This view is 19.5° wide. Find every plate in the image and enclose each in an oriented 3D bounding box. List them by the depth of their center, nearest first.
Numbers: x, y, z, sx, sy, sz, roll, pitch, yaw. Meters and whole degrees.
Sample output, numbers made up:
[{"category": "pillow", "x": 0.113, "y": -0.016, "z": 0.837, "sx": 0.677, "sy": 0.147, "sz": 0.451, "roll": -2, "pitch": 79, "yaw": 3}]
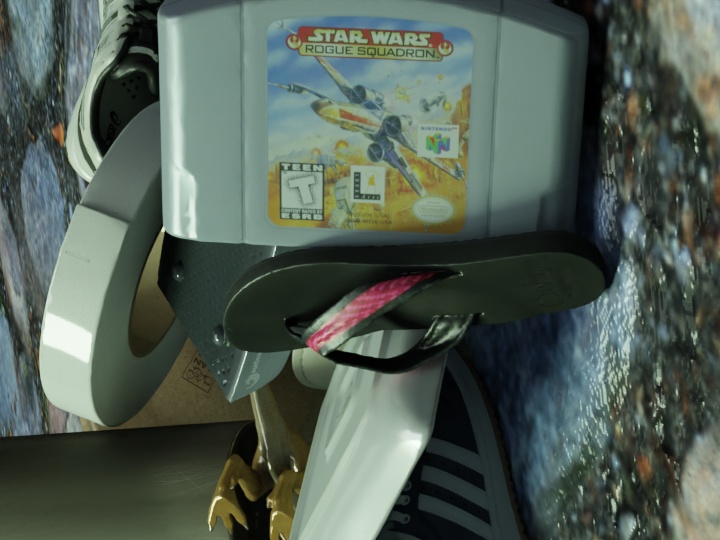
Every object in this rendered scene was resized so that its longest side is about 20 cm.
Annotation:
[{"category": "plate", "x": 0.005, "y": 0.072, "z": 1.121, "sx": 0.201, "sy": 0.032, "sz": 0.200, "roll": -76, "pitch": 8, "yaw": -46}]

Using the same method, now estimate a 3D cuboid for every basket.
[{"category": "basket", "x": -0.147, "y": 0.161, "z": 1.291, "sx": 0.180, "sy": 0.199, "sz": 0.137, "roll": 49, "pitch": -144, "yaw": -52}]

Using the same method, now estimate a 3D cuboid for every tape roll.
[{"category": "tape roll", "x": -0.133, "y": -0.004, "z": 1.275, "sx": 0.203, "sy": 0.037, "sz": 0.204, "roll": 20, "pitch": -90, "yaw": -79}]

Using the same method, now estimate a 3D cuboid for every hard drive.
[{"category": "hard drive", "x": -0.060, "y": -0.044, "z": 1.159, "sx": 0.135, "sy": 0.042, "sz": 0.201, "roll": 53, "pitch": 136, "yaw": 47}]

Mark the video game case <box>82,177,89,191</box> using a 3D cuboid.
[{"category": "video game case", "x": -0.134, "y": -0.003, "z": 1.552, "sx": 0.181, "sy": 0.036, "sz": 0.201, "roll": 30, "pitch": -141, "yaw": -59}]

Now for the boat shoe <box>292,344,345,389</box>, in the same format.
[{"category": "boat shoe", "x": 0.000, "y": 0.000, "z": 1.241, "sx": 0.200, "sy": 0.071, "sz": 0.060, "roll": 109, "pitch": 155, "yaw": -53}]

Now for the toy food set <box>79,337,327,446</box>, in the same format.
[{"category": "toy food set", "x": -0.094, "y": 0.069, "z": 1.388, "sx": 0.049, "sy": 0.199, "sz": 0.199, "roll": 34, "pitch": -110, "yaw": -68}]

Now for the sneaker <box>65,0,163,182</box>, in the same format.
[{"category": "sneaker", "x": -0.144, "y": -0.153, "z": 1.417, "sx": 0.088, "sy": 0.075, "sz": 0.202, "roll": -166, "pitch": 87, "yaw": -74}]

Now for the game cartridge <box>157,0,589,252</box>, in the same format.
[{"category": "game cartridge", "x": 0.004, "y": -0.074, "z": 0.978, "sx": 0.042, "sy": 0.198, "sz": 0.134, "roll": -82, "pitch": -6, "yaw": -57}]

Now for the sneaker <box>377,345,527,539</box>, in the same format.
[{"category": "sneaker", "x": 0.026, "y": 0.132, "z": 1.149, "sx": 0.070, "sy": 0.108, "sz": 0.201, "roll": 117, "pitch": 141, "yaw": -61}]

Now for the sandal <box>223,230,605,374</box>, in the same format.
[{"category": "sandal", "x": 0.019, "y": 0.020, "z": 0.999, "sx": 0.075, "sy": 0.199, "sz": 0.045, "roll": 46, "pitch": -138, "yaw": -52}]

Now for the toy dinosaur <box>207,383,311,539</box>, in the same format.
[{"category": "toy dinosaur", "x": -0.048, "y": 0.108, "z": 1.218, "sx": 0.201, "sy": 0.060, "sz": 0.106, "roll": 67, "pitch": -153, "yaw": -18}]
